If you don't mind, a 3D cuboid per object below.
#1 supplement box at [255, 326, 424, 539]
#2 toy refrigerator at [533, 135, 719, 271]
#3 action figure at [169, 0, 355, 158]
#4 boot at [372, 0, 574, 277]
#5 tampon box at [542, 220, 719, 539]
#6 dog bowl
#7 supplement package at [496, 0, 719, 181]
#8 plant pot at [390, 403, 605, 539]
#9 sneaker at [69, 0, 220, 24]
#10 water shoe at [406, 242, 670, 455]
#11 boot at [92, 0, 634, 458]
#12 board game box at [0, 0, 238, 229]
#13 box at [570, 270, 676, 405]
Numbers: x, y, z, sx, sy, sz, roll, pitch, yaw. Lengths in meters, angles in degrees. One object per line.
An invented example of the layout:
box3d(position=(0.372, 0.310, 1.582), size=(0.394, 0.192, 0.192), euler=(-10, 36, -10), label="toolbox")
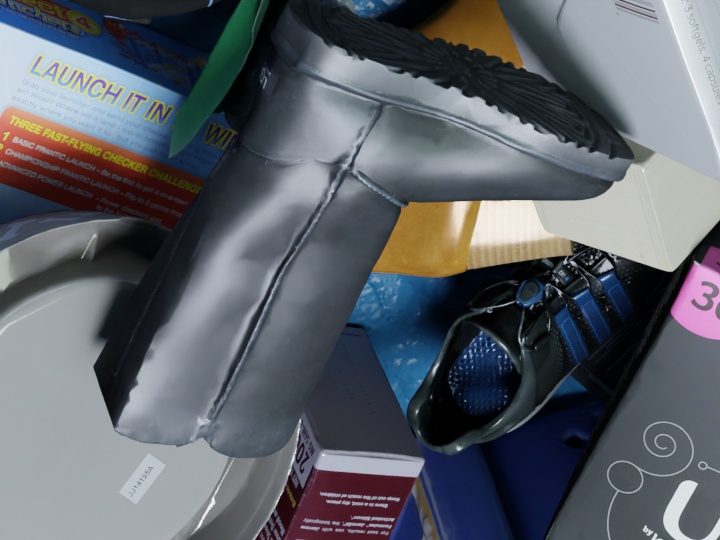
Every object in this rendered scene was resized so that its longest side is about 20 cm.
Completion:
box3d(position=(-0.041, 0.137, 1.223), size=(0.061, 0.109, 0.200), euler=(6, 124, -25), label="supplement box")
box3d(position=(0.163, -0.091, 1.073), size=(0.200, 0.076, 0.070), euler=(-46, 135, -27), label="toy refrigerator")
box3d(position=(-0.011, -0.134, 0.977), size=(0.055, 0.118, 0.200), euler=(33, 136, 6), label="action figure")
box3d(position=(0.024, -0.093, 1.090), size=(0.144, 0.071, 0.202), euler=(-1, 106, 9), label="boot")
box3d(position=(0.195, 0.077, 1.116), size=(0.150, 0.126, 0.200), euler=(26, 123, 5), label="tampon box")
box3d(position=(-0.127, 0.064, 1.051), size=(0.199, 0.059, 0.201), euler=(-10, 112, -24), label="dog bowl")
box3d(position=(0.153, -0.183, 0.960), size=(0.200, 0.147, 0.192), euler=(-36, 124, -15), label="supplement package")
box3d(position=(0.104, 0.194, 1.273), size=(0.179, 0.200, 0.200), euler=(6, 126, -18), label="plant pot")
box3d(position=(-0.065, -0.150, 0.953), size=(0.078, 0.070, 0.200), euler=(28, 157, -30), label="sneaker")
box3d(position=(0.094, 0.016, 1.150), size=(0.079, 0.071, 0.200), euler=(-33, 157, -57), label="water shoe")
box3d(position=(-0.001, 0.000, 0.986), size=(0.164, 0.066, 0.200), euler=(19, 114, -19), label="boot")
box3d(position=(-0.170, -0.033, 1.070), size=(0.200, 0.056, 0.196), euler=(21, 117, -33), label="board game box")
box3d(position=(0.204, 0.012, 1.184), size=(0.158, 0.051, 0.200), euler=(40, 123, -3), label="box")
